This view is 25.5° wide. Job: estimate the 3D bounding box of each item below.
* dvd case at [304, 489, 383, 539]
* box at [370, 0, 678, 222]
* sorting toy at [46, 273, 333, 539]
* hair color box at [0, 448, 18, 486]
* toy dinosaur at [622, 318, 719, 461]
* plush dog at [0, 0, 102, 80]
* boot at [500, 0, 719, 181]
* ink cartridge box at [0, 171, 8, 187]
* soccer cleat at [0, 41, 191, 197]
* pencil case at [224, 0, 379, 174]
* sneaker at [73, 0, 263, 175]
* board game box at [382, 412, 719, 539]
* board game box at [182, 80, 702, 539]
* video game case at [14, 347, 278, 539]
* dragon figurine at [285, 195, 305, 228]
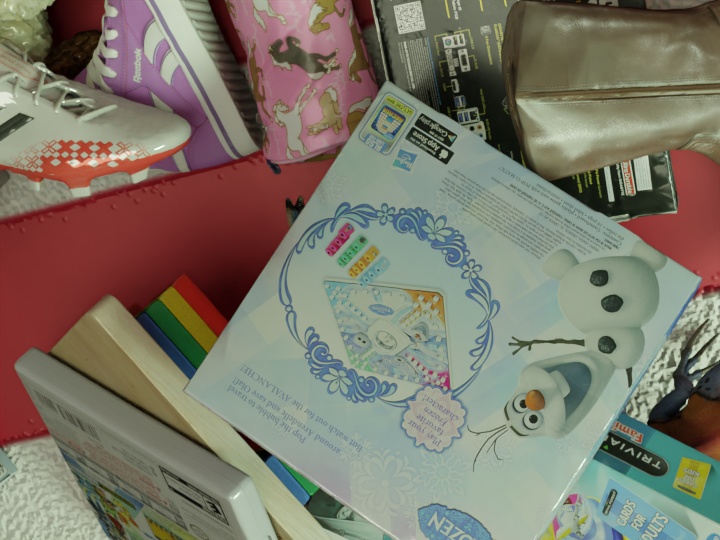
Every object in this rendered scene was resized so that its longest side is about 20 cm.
[{"bbox_3d":[0.050,0.130,1.042,0.145,0.022,0.202,23,108,7],"label":"dvd case"},{"bbox_3d":[0.095,-0.122,0.946,0.158,0.049,0.202,-10,103,14],"label":"box"},{"bbox_3d":[-0.102,0.101,1.000,0.200,0.070,0.199,48,154,-4],"label":"sorting toy"},{"bbox_3d":[-0.341,0.193,1.115,0.200,0.099,0.061,-41,92,20],"label":"hair color box"},{"bbox_3d":[0.191,0.083,0.926,0.181,0.199,0.106,-29,72,30],"label":"toy dinosaur"},{"bbox_3d":[-0.237,-0.178,0.974,0.198,0.161,0.173,15,133,10],"label":"plush dog"},{"bbox_3d":[0.167,-0.061,0.880,0.198,0.064,0.189,-9,92,-24],"label":"boot"},{"bbox_3d":[-0.328,-0.065,0.987,0.085,0.200,0.145,-42,93,17],"label":"ink cartridge box"},{"bbox_3d":[-0.195,-0.095,0.924,0.198,0.069,0.086,4,116,17],"label":"soccer cleat"},{"bbox_3d":[-0.048,-0.164,0.951,0.086,0.083,0.202,-13,103,21],"label":"pencil case"},{"bbox_3d":[-0.142,-0.133,0.947,0.113,0.073,0.202,-13,129,10],"label":"sneaker"},{"bbox_3d":[0.114,0.140,0.904,0.199,0.047,0.152,26,133,20],"label":"board game box"},{"bbox_3d":[0.042,0.037,0.840,0.199,0.043,0.200,33,85,13],"label":"board game box"},{"bbox_3d":[-0.117,0.149,0.987,0.199,0.022,0.183,24,146,36],"label":"video game case"},{"bbox_3d":[0.000,0.000,0.915,0.099,0.058,0.202,-13,63,52],"label":"dragon figurine"}]
